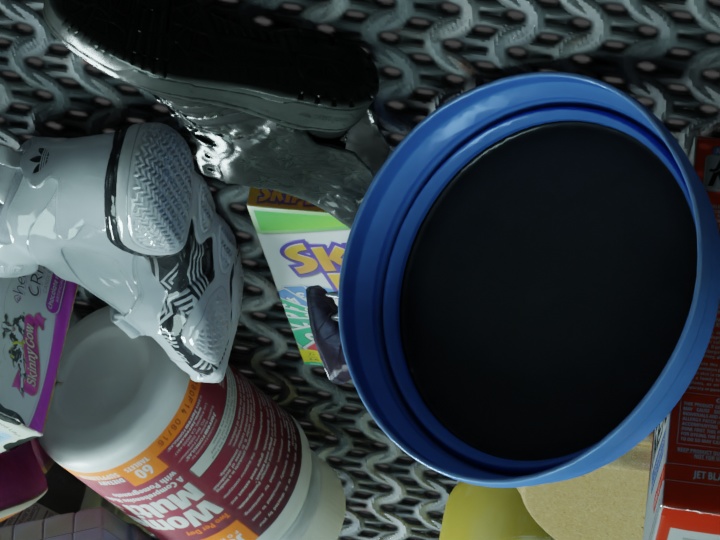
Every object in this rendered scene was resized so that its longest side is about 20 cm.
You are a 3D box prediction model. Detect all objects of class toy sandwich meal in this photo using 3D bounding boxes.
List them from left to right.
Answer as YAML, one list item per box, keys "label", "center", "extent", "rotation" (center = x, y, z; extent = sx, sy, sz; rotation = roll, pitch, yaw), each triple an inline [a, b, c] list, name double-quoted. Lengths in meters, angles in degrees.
- label: "toy sandwich meal"
  center: [0.180, 0.114, 1.562]
  extent: [0.205, 0.070, 0.205]
  rotation: [17, 155, 8]

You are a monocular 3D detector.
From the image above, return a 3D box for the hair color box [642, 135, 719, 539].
- label: "hair color box"
  center: [0.178, 0.049, 1.429]
  extent: [0.064, 0.200, 0.111]
  rotation: [8, 152, 4]

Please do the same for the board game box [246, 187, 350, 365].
- label: "board game box"
  center: [0.000, 0.000, 1.597]
  extent: [0.095, 0.030, 0.200]
  rotation: [4, 149, 12]

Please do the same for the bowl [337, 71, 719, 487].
- label: "bowl"
  center: [0.082, 0.006, 1.397]
  extent: [0.200, 0.201, 0.039]
  rotation: [-8, 163, 32]

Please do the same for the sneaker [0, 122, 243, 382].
- label: "sneaker"
  center: [-0.135, -0.011, 1.579]
  extent: [0.115, 0.075, 0.200]
  rotation: [3, 146, 16]

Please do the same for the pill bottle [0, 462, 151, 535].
- label: "pill bottle"
  center: [-0.236, 0.138, 1.848]
  extent: [0.200, 0.113, 0.113]
  rotation: [31, 146, -33]

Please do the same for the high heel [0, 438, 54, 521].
- label: "high heel"
  center: [-0.221, 0.092, 1.691]
  extent: [0.067, 0.200, 0.096]
  rotation: [-24, 97, 11]

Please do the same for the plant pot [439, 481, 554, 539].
- label: "plant pot"
  center: [0.138, 0.242, 1.820]
  extent: [0.200, 0.189, 0.201]
  rotation: [8, 152, 4]

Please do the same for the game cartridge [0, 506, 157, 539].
- label: "game cartridge"
  center: [-0.163, 0.202, 1.807]
  extent: [0.129, 0.038, 0.200]
  rotation: [-9, 152, 23]

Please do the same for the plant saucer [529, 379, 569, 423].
- label: "plant saucer"
  center: [0.099, 0.055, 1.502]
  extent: [0.070, 0.019, 0.200]
  rotation: [-25, -177, -8]

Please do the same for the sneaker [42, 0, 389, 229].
- label: "sneaker"
  center: [-0.069, -0.082, 1.431]
  extent: [0.199, 0.060, 0.104]
  rotation: [15, 148, -14]

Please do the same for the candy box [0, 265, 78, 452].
- label: "candy box"
  center: [-0.240, 0.046, 1.654]
  extent: [0.061, 0.137, 0.200]
  rotation: [27, 149, -29]

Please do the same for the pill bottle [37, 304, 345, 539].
- label: "pill bottle"
  center: [-0.098, 0.109, 1.745]
  extent: [0.109, 0.110, 0.200]
  rotation: [-8, 146, 32]

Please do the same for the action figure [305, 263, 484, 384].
- label: "action figure"
  center: [0.071, 0.018, 1.510]
  extent: [0.200, 0.070, 0.130]
  rotation: [-18, 165, 36]
